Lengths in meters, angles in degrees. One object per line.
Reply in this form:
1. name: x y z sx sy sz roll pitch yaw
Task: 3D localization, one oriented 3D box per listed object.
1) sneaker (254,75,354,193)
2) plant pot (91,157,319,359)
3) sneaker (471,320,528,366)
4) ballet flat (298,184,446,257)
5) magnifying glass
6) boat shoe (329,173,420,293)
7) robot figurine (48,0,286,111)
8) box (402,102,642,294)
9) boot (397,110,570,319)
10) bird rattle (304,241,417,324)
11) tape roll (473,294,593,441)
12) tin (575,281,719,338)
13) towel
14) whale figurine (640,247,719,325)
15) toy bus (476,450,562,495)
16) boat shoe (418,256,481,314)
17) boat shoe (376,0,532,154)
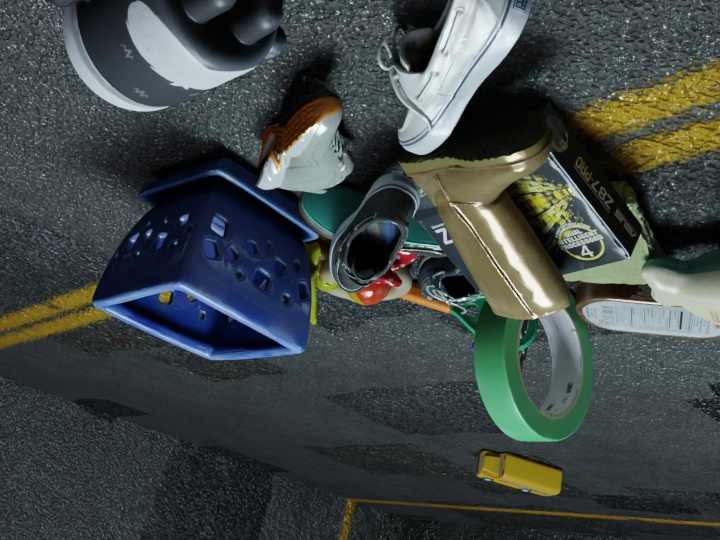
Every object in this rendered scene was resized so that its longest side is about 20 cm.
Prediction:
1. sneaker: -0.040 -0.127 0.836 0.090 0.077 0.200 12 167 -17
2. plant pot: -0.174 -0.013 1.022 0.198 0.183 0.199 -9 150 43
3. sneaker: 0.204 0.117 1.258 0.082 0.082 0.201 14 159 13
4. ballet flat: 0.023 -0.048 0.984 0.197 0.069 0.068 14 167 -2
5. magnifying glass: 0.145 0.054 1.160 0.197 0.081 0.022 18 165 16
6. boat shoe: 0.009 -0.020 0.900 0.069 0.067 0.200 24 145 -10
7. robot figurine: -0.142 -0.197 0.645 0.198 0.125 0.151 -10 125 44
8. box: 0.150 -0.061 0.836 0.162 0.049 0.199 49 145 -19
9. boot: 0.142 -0.042 0.770 0.174 0.066 0.201 7 138 55
10. bird rattle: 0.000 0.000 1.118 0.198 0.115 0.162 -20 155 32
11. tape roll: 0.220 0.110 1.061 0.048 0.204 0.199 -11 148 44
12. tin: 0.365 0.046 1.048 0.197 0.043 0.112 4 160 21
13. towel: 0.246 -0.036 0.921 0.146 0.037 0.200 0 155 33
14. whale figurine: 0.393 0.006 0.862 0.198 0.105 0.159 9 159 37
15. toy bus: 0.384 0.491 2.060 0.197 0.066 0.078 19 157 -15
16. boat shoe: 0.123 0.010 1.066 0.074 0.063 0.200 19 158 -19
17. boat shoe: 0.052 -0.165 0.671 0.085 0.076 0.202 17 155 -12
